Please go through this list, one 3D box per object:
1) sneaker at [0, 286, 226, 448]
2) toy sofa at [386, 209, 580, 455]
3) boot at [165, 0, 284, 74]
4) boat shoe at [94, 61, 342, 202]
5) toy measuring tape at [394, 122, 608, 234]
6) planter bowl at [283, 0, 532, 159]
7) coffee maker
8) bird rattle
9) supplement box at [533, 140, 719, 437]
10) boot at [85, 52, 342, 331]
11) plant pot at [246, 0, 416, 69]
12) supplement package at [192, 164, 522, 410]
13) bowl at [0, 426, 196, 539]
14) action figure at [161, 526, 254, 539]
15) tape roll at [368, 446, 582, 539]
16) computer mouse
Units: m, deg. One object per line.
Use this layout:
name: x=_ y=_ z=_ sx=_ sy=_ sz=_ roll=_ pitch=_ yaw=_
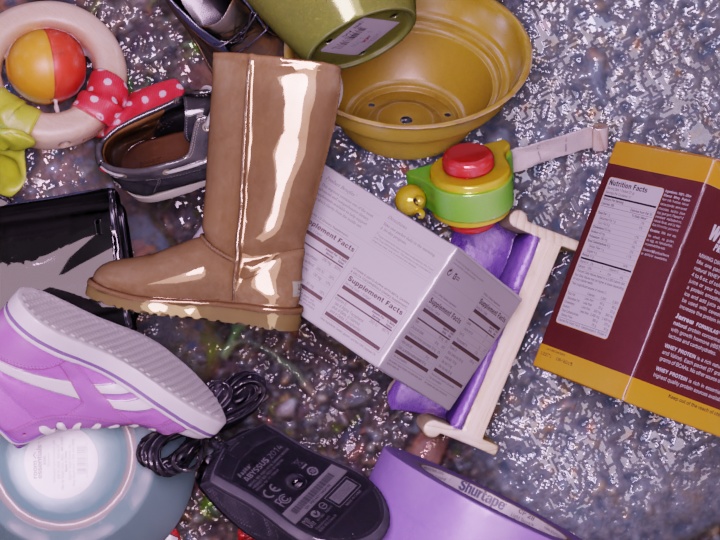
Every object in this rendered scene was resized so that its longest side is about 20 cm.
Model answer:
sneaker: x=-0.208 y=0.099 z=1.465 sx=0.200 sy=0.073 sz=0.114 roll=30 pitch=108 yaw=-24
toy sofa: x=0.099 y=0.046 z=1.597 sx=0.098 sy=0.083 sz=0.200 roll=22 pitch=90 yaw=-4
boot: x=-0.101 y=-0.182 z=1.569 sx=0.075 sy=0.097 sz=0.200 roll=-42 pitch=93 yaw=8
boat shoe: x=-0.109 y=-0.111 z=1.474 sx=0.200 sy=0.068 sz=0.072 roll=-20 pitch=59 yaw=16
toy measuring tape: x=0.124 y=-0.075 z=1.545 sx=0.200 sy=0.074 sz=0.074 roll=-15 pitch=92 yaw=-17
planter bowl: x=0.038 y=-0.150 z=1.568 sx=0.200 sy=0.200 sz=0.083 roll=-3 pitch=135 yaw=-3
coffee maker: x=-0.278 y=0.012 z=1.505 sx=0.200 sy=0.192 sz=0.135 roll=-9 pitch=111 yaw=-2
bird rattle: x=-0.246 y=-0.148 z=1.568 sx=0.200 sy=0.113 sz=0.163 roll=-13 pitch=76 yaw=-6
supplement box: x=0.283 y=0.025 z=1.548 sx=0.197 sy=0.133 sz=0.200 roll=20 pitch=90 yaw=-29
boot: x=-0.109 y=-0.064 z=1.429 sx=0.175 sy=0.066 sz=0.200 roll=7 pitch=95 yaw=4
plant pot: x=-0.038 y=-0.264 z=1.504 sx=0.187 sy=0.187 sz=0.200 roll=-22 pitch=74 yaw=-2
supplement package: x=0.000 y=0.000 z=1.516 sx=0.200 sy=0.156 sz=0.111 roll=34 pitch=90 yaw=28
bowl: x=-0.234 y=0.150 z=1.539 sx=0.201 sy=0.105 sz=0.201 roll=1 pitch=82 yaw=-4
action figure: x=-0.104 y=0.292 z=1.593 sx=0.099 sy=0.065 sz=0.200 roll=-27 pitch=93 yaw=21
tape roll: x=0.090 y=0.223 z=1.541 sx=0.200 sy=0.200 sz=0.085 roll=25 pitch=90 yaw=-3
computer mouse: x=-0.064 y=0.170 z=1.498 sx=0.200 sy=0.053 sz=0.138 roll=32 pitch=45 yaw=24
